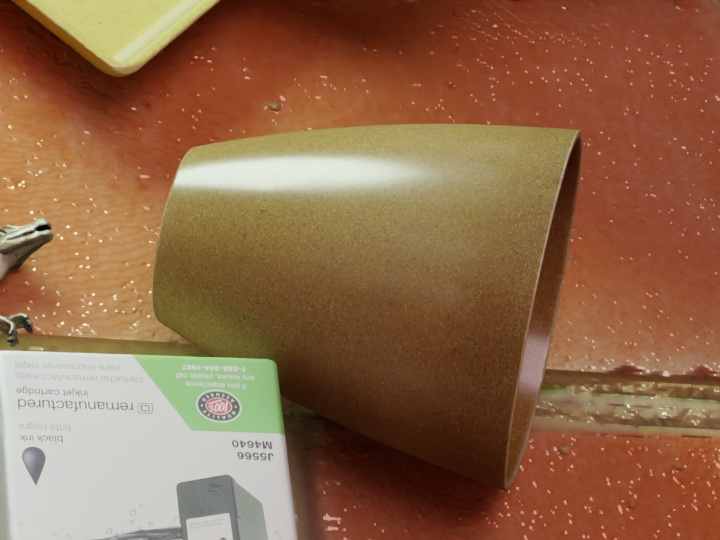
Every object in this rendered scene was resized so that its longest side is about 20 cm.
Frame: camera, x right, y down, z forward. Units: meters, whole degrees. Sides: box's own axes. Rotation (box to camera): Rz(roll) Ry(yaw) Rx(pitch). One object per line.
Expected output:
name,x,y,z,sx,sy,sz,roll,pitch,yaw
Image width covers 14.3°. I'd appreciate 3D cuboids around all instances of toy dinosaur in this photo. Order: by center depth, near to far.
toy dinosaur,-0.239,0.022,1.454,0.199,0.058,0.101,-9,43,-33

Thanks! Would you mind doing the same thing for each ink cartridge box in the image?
ink cartridge box,-0.106,0.145,1.377,0.144,0.084,0.201,2,54,-17

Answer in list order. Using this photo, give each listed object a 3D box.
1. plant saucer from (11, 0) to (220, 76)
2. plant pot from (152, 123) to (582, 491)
plant saucer,-0.152,-0.206,1.643,0.200,0.049,0.200,38,52,11
plant pot,0.000,0.000,1.475,0.198,0.187,0.187,12,51,7
